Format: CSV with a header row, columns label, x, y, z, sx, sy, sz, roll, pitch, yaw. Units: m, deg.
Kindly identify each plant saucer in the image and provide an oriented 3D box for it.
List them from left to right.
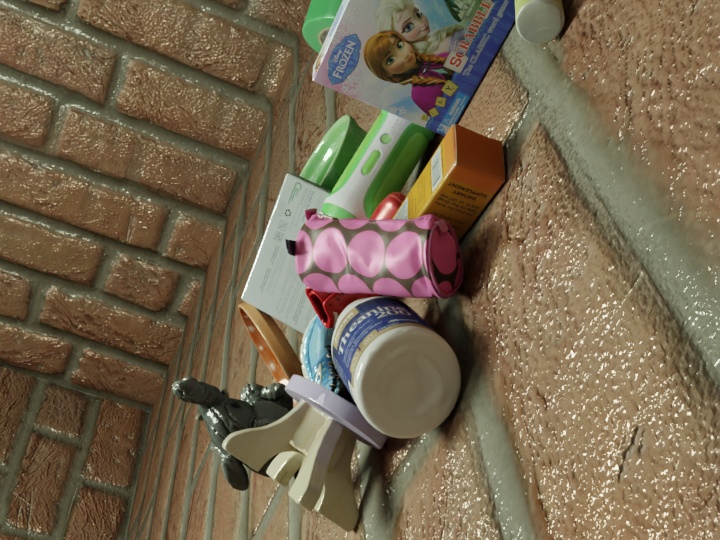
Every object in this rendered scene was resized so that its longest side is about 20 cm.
label,x,y,z,sx,sy,sz,roll,pitch,yaw
plant saucer,-0.121,0.132,1.410,0.032,0.203,0.200,-30,9,-13

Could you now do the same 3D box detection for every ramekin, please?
label,x,y,z,sx,sy,sz,roll,pitch,yaw
ramekin,-0.033,-0.128,1.449,0.201,0.097,0.201,-53,17,24

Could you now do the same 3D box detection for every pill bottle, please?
label,x,y,z,sx,sy,sz,roll,pitch,yaw
pill bottle,0.028,0.091,0.998,0.200,0.109,0.113,-136,66,-73

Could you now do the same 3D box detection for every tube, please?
label,x,y,z,sx,sy,sz,roll,pitch,yaw
tube,0.191,-0.319,1.028,0.057,0.052,0.202,-16,38,21

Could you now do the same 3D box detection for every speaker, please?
label,x,y,z,sx,sy,sz,roll,pitch,yaw
speaker,0.026,-0.136,1.252,0.202,0.088,0.088,-58,12,-13

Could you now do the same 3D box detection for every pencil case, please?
label,x,y,z,sx,sy,sz,roll,pitch,yaw
pencil case,0.017,-0.020,1.030,0.196,0.090,0.096,3,95,34

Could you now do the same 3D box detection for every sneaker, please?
label,x,y,z,sx,sy,sz,roll,pitch,yaw
sneaker,-0.030,0.148,1.237,0.089,0.077,0.205,-21,63,55
sneaker,0.000,0.000,1.175,0.078,0.114,0.203,39,130,30

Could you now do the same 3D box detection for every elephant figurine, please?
label,x,y,z,sx,sy,sz,roll,pitch,yaw
elephant figurine,-0.156,0.220,1.253,0.200,0.151,0.145,26,-110,-78

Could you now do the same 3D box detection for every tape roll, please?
label,x,y,z,sx,sy,sz,roll,pitch,yaw
tape roll,0.010,-0.355,1.422,0.200,0.197,0.049,170,118,-73

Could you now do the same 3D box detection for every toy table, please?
label,x,y,z,sx,sy,sz,roll,pitch,yaw
toy table,-0.055,0.203,1.079,0.118,0.182,0.200,-57,1,-11

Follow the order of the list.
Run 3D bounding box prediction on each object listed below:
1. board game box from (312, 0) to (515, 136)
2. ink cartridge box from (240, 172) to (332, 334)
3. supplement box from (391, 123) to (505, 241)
label,x,y,z,sx,sy,sz,roll,pitch,yaw
board game box,0.066,-0.286,1.142,0.042,0.196,0.202,-90,24,-51
ink cartridge box,-0.052,-0.007,1.328,0.200,0.197,0.043,-67,-16,11
supplement box,0.088,-0.067,1.061,0.201,0.065,0.070,124,156,-46
